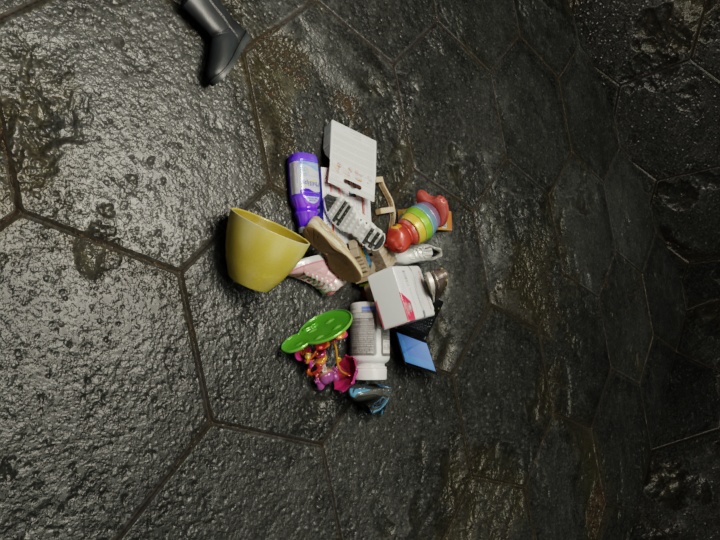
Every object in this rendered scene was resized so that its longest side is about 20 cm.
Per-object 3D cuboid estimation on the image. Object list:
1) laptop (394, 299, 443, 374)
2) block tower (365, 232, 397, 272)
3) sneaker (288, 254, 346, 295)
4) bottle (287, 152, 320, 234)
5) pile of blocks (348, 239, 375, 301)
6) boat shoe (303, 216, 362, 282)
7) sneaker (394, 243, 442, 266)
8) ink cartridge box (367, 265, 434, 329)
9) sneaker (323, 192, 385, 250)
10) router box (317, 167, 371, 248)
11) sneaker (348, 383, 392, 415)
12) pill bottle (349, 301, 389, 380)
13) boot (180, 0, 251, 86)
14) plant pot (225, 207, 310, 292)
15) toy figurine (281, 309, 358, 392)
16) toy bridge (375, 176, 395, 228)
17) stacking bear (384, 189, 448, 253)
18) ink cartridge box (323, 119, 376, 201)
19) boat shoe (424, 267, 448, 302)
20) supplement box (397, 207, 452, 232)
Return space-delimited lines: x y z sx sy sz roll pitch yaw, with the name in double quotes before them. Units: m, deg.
"laptop" 0.191 0.180 1.659 0.175 0.102 0.204 24 93 -47
"block tower" 0.083 -0.004 1.641 0.054 0.057 0.204 -39 108 -38
"sneaker" -0.109 0.017 1.446 0.197 0.074 0.108 -11 86 -47
"bottle" -0.145 -0.199 1.452 0.082 0.064 0.207 0 83 -43
"pile of blocks" 0.000 0.000 1.558 0.083 0.061 0.204 -72 143 -56
"boat shoe" -0.060 -0.055 1.422 0.201 0.070 0.065 49 38 -19
"sneaker" 0.170 -0.057 1.707 0.196 0.086 0.077 -8 90 -42
"ink cartridge box" 0.113 0.070 1.508 0.199 0.082 0.149 -1 71 -63
"sneaker" -0.020 -0.134 1.496 0.199 0.075 0.081 41 13 -14
"router box" -0.049 -0.170 1.547 0.176 0.048 0.207 2 82 -42
"sneaker" 0.028 0.350 1.500 0.199 0.072 0.084 23 78 -58
"pill bottle" 0.025 0.193 1.519 0.112 0.112 0.207 8 78 -41
"boot" -0.355 -0.553 1.301 0.168 0.075 0.204 43 50 -34
"plant pot" -0.232 -0.037 1.287 0.197 0.199 0.145 20 99 -38
"toy figurine" -0.083 0.231 1.421 0.196 0.149 0.188 -27 112 -19
"toy bridge" 0.076 -0.179 1.678 0.066 0.027 0.206 -13 93 -44
"stacking bear" 0.152 -0.126 1.614 0.199 0.120 0.116 -38 130 -27
"ink cartridge box" -0.030 -0.296 1.550 0.157 0.047 0.206 18 62 -32
"boat shoe" 0.217 0.041 1.587 0.058 0.200 0.074 -21 73 0
"supplement box" 0.205 -0.159 1.769 0.196 0.066 0.071 2 86 -41
